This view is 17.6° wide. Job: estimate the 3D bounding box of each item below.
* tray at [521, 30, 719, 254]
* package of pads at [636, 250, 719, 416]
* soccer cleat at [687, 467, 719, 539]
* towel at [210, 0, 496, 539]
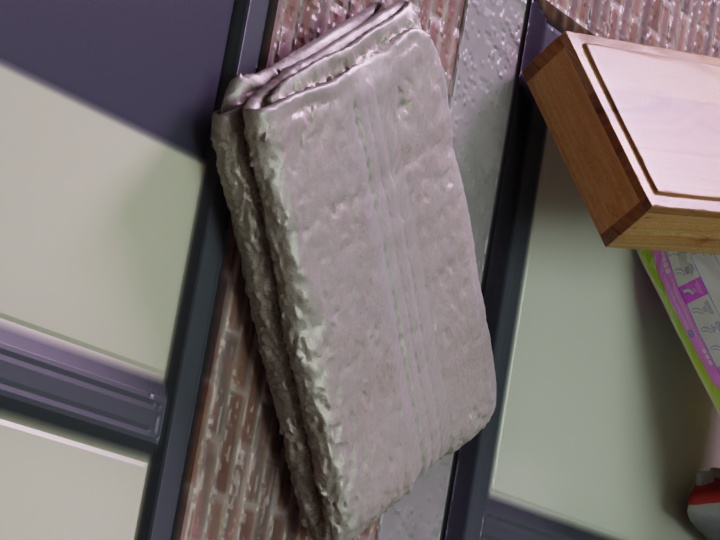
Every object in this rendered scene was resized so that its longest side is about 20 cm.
[{"bbox_3d":[0.173,-0.058,1.129,0.199,0.037,0.099,2,55,-44],"label":"tray"},{"bbox_3d":[0.239,0.040,1.217,0.154,0.068,0.201,-25,87,-53],"label":"package of pads"},{"bbox_3d":[0.235,0.156,1.279,0.200,0.068,0.086,21,70,-59],"label":"soccer cleat"},{"bbox_3d":[0.000,0.000,0.957,0.132,0.034,0.202,-34,120,-48],"label":"towel"}]
